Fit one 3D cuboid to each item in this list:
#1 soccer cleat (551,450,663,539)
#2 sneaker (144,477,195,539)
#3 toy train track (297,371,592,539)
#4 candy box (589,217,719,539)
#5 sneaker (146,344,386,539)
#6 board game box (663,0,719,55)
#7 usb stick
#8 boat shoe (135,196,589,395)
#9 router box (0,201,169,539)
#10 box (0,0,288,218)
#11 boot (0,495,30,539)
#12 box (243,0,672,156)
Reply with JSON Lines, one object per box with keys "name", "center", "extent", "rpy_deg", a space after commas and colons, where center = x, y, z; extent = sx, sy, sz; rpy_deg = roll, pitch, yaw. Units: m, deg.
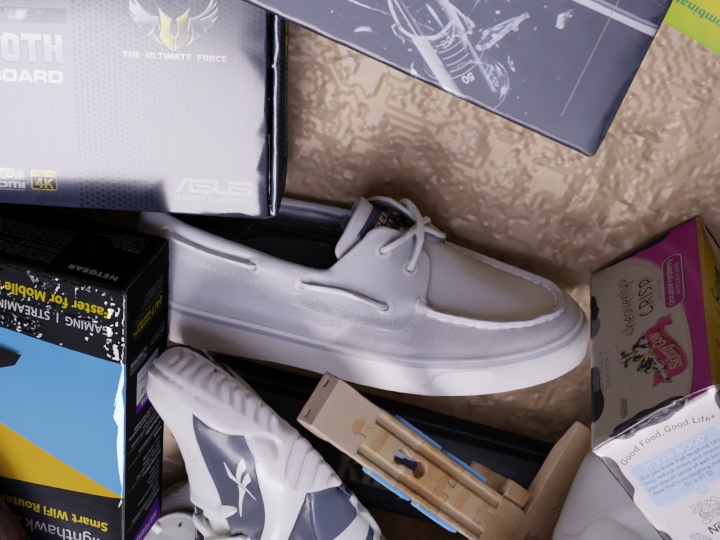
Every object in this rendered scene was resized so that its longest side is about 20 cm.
{"name": "soccer cleat", "center": [0.156, 0.142, 1.146], "extent": [0.069, 0.078, 0.200], "rpy_deg": [-3, 156, 40]}
{"name": "sneaker", "center": [-0.099, 0.135, 1.191], "extent": [0.200, 0.076, 0.092], "rpy_deg": [-2, 114, -1]}
{"name": "toy train track", "center": [0.038, 0.096, 1.099], "extent": [0.200, 0.033, 0.115], "rpy_deg": [38, 81, -40]}
{"name": "candy box", "center": [0.175, 0.094, 1.088], "extent": [0.061, 0.136, 0.200], "rpy_deg": [-31, 115, 20]}
{"name": "sneaker", "center": [-0.057, 0.134, 1.103], "extent": [0.130, 0.079, 0.199], "rpy_deg": [-43, 127, -6]}
{"name": "board game box", "center": [0.196, -0.165, 0.976], "extent": [0.101, 0.048, 0.200], "rpy_deg": [28, 121, -12]}
{"name": "usb stick", "center": [0.017, 0.085, 1.161], "extent": [0.200, 0.033, 0.056], "rpy_deg": [15, 115, -4]}
{"name": "boat shoe", "center": [0.000, 0.000, 1.095], "extent": [0.200, 0.072, 0.069], "rpy_deg": [12, 126, 11]}
{"name": "router box", "center": [-0.183, 0.035, 1.115], "extent": [0.200, 0.051, 0.149], "rpy_deg": [14, 124, 16]}
{"name": "box", "center": [-0.129, -0.104, 1.048], "extent": [0.200, 0.051, 0.158], "rpy_deg": [4, 120, 3]}
{"name": "boot", "center": [-0.231, 0.109, 1.119], "extent": [0.186, 0.064, 0.200], "rpy_deg": [-8, 122, 31]}
{"name": "box", "center": [0.043, -0.175, 0.925], "extent": [0.182, 0.104, 0.200], "rpy_deg": [23, 105, -9]}
